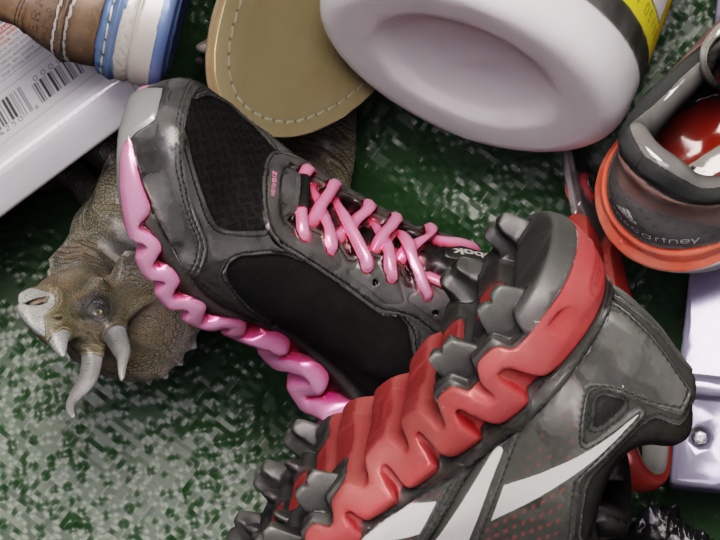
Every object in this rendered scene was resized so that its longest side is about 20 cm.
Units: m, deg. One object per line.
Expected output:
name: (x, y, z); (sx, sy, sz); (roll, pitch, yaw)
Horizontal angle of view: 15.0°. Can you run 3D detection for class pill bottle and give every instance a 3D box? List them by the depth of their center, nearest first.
pill bottle: (0.071, -0.151, 0.947); (0.112, 0.112, 0.200); (19, 69, 12)

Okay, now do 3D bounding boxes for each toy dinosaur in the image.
toy dinosaur: (-0.056, -0.024, 0.985); (0.200, 0.077, 0.102); (-31, 76, -29)

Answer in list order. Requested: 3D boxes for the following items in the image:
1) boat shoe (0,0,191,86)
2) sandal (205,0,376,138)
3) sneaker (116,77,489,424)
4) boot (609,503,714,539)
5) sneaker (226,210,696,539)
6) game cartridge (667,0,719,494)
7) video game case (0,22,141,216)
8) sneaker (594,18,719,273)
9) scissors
boat shoe: (-0.083, -0.143, 0.952); (0.072, 0.200, 0.072); (15, 126, -4)
sandal: (-0.014, -0.131, 0.992); (0.070, 0.078, 0.212); (-3, 53, 49)
sneaker: (0.000, 0.000, 0.907); (0.095, 0.200, 0.079); (-19, 43, 30)
boot: (0.083, 0.189, 0.925); (0.162, 0.073, 0.199); (-29, 79, -2)
sneaker: (0.031, 0.071, 0.877); (0.098, 0.071, 0.200); (35, 123, -16)
game cartridge: (0.182, -0.016, 0.960); (0.129, 0.038, 0.201); (4, 81, 14)
video game case: (-0.188, -0.057, 0.988); (0.200, 0.023, 0.182); (-37, 47, 2)
sneaker: (0.164, -0.077, 0.911); (0.200, 0.082, 0.077); (-42, 71, -9)
scissors: (0.083, -0.015, 0.970); (0.014, 0.073, 0.200); (-26, 46, 28)
